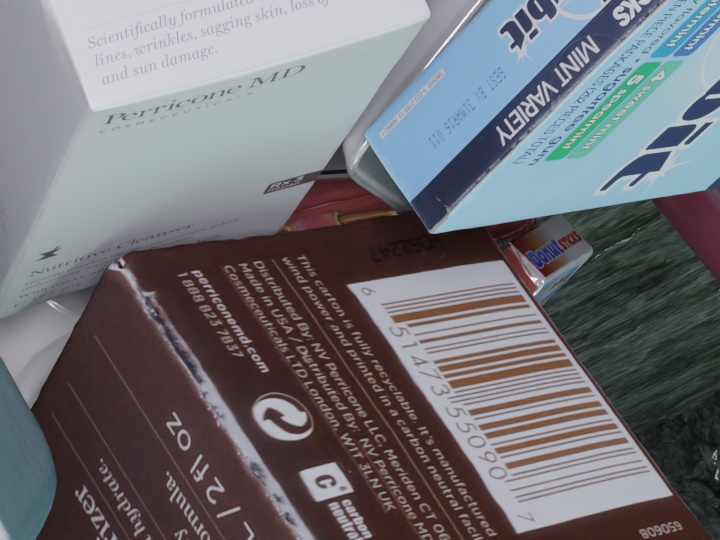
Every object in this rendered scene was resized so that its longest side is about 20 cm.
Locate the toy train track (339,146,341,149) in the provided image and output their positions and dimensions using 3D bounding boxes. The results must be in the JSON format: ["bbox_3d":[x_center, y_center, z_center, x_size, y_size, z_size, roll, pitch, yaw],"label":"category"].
[{"bbox_3d":[-0.014,-0.070,1.128,0.114,0.033,0.200,-15,158,-9],"label":"toy train track"}]

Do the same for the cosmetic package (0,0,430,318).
[{"bbox_3d":[-0.064,-0.062,0.910,0.113,0.081,0.200,-18,169,-18],"label":"cosmetic package"}]

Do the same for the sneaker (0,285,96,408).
[{"bbox_3d":[-0.152,0.060,1.029,0.200,0.071,0.073,-41,164,-21],"label":"sneaker"}]

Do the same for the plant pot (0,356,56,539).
[{"bbox_3d":[-0.190,0.022,0.743,0.195,0.197,0.200,-29,180,8],"label":"plant pot"}]

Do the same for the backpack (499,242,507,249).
[{"bbox_3d":[-0.012,0.047,1.334,0.200,0.176,0.153,-40,134,24],"label":"backpack"}]

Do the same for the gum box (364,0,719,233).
[{"bbox_3d":[0.119,-0.087,0.943,0.200,0.045,0.170,-9,150,-53],"label":"gum box"}]

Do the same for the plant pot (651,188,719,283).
[{"bbox_3d":[0.203,-0.070,1.328,0.200,0.179,0.200,-26,170,-5],"label":"plant pot"}]

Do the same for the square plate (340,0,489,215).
[{"bbox_3d":[0.062,-0.106,1.020,0.200,0.028,0.198,-54,169,0],"label":"square plate"}]

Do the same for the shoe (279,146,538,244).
[{"bbox_3d":[0.000,0.000,1.138,0.200,0.091,0.071,-3,155,-35],"label":"shoe"}]

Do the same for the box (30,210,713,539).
[{"bbox_3d":[-0.020,0.109,1.006,0.164,0.166,0.200,-10,143,-42],"label":"box"}]

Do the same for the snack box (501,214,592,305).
[{"bbox_3d":[0.013,0.058,1.193,0.200,0.024,0.072,-47,172,22],"label":"snack box"}]
